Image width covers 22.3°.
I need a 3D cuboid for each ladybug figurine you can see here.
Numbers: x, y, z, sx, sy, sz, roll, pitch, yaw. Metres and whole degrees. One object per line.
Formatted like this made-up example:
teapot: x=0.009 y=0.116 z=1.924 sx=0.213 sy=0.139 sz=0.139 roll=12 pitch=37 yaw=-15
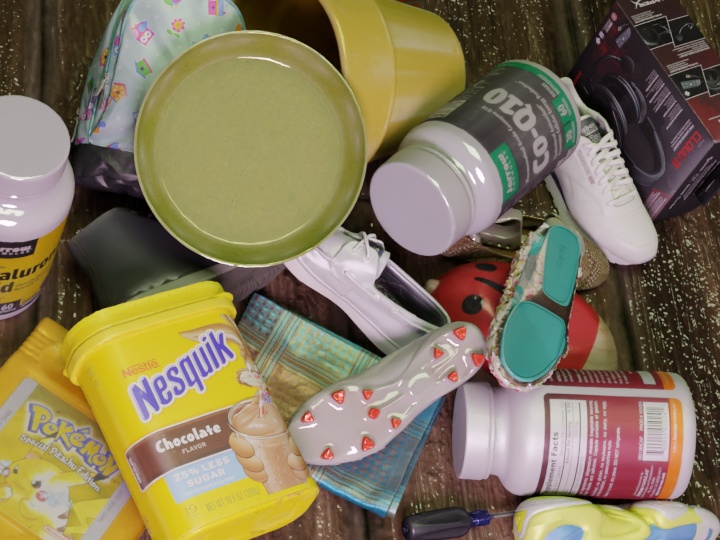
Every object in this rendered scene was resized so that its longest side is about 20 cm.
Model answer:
ladybug figurine: x=0.151 y=0.053 z=1.682 sx=0.199 sy=0.072 sz=0.136 roll=23 pitch=54 yaw=-6

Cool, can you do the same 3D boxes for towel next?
towel: x=-0.034 y=0.117 z=1.601 sx=0.199 sy=0.022 sz=0.147 roll=28 pitch=52 yaw=-2

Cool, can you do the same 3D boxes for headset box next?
headset box: x=0.304 y=-0.157 z=1.831 sx=0.077 sy=0.149 sz=0.201 roll=-19 pitch=68 yaw=-29

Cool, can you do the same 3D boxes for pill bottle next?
pill bottle: x=0.184 y=0.142 z=1.603 sx=0.199 sy=0.113 sz=0.113 roll=3 pitch=57 yaw=-6
pill bottle: x=-0.295 y=-0.053 z=1.496 sx=0.111 sy=0.200 sz=0.112 roll=10 pitch=56 yaw=-14
pill bottle: x=0.105 y=-0.102 z=1.667 sx=0.113 sy=0.113 sz=0.200 roll=43 pitch=52 yaw=9

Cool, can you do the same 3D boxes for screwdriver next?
screwdriver: x=0.126 y=0.216 z=1.601 sx=0.199 sy=0.029 sz=0.028 roll=-2 pitch=59 yaw=-28

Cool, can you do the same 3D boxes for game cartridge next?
game cartridge: x=-0.243 y=0.155 z=1.488 sx=0.176 sy=0.032 sz=0.200 roll=34 pitch=54 yaw=2

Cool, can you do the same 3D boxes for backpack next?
backpack: x=-0.168 y=-0.161 z=1.626 sx=0.166 sy=0.127 sz=0.201 roll=12 pitch=87 yaw=-19

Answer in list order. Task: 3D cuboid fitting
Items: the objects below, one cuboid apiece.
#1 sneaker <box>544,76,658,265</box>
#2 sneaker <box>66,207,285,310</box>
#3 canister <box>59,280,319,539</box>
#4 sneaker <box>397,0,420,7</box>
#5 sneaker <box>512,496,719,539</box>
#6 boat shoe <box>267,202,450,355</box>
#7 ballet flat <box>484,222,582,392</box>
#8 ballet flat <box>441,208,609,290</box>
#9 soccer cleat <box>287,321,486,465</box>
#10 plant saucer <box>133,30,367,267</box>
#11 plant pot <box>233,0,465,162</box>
sneaker: x=0.231 y=-0.096 z=1.806 sx=0.076 sy=0.081 sz=0.200 roll=-25 pitch=72 yaw=-34
sneaker: x=-0.153 y=-0.022 z=1.610 sx=0.199 sy=0.075 sz=0.106 roll=-21 pitch=65 yaw=-35
canister: x=-0.137 y=0.123 z=1.484 sx=0.148 sy=0.087 sz=0.201 roll=-16 pitch=66 yaw=-31
sneaker: x=-0.042 y=-0.297 z=1.841 sx=0.199 sy=0.078 sz=0.112 roll=-8 pitch=57 yaw=-38
sneaker: x=0.223 y=0.254 z=1.594 sx=0.199 sy=0.076 sz=0.106 roll=5 pitch=75 yaw=-19
boat shoe: x=0.000 y=0.000 z=1.617 sx=0.200 sy=0.068 sz=0.072 roll=48 pitch=37 yaw=-15
ballet flat: x=0.148 y=0.042 z=1.599 sx=0.076 sy=0.064 sz=0.200 roll=37 pitch=46 yaw=-10
ballet flat: x=0.155 y=-0.029 z=1.741 sx=0.199 sy=0.065 sz=0.071 roll=10 pitch=56 yaw=-15
soccer cleat: x=0.022 y=0.109 z=1.580 sx=0.199 sy=0.078 sz=0.070 roll=-30 pitch=92 yaw=-14
plant saucer: x=-0.094 y=-0.103 z=1.559 sx=0.199 sy=0.031 sz=0.201 roll=0 pitch=89 yaw=-9
plant pot: x=-0.011 y=-0.180 z=1.708 sx=0.188 sy=0.201 sz=0.201 roll=-4 pitch=59 yaw=-42
